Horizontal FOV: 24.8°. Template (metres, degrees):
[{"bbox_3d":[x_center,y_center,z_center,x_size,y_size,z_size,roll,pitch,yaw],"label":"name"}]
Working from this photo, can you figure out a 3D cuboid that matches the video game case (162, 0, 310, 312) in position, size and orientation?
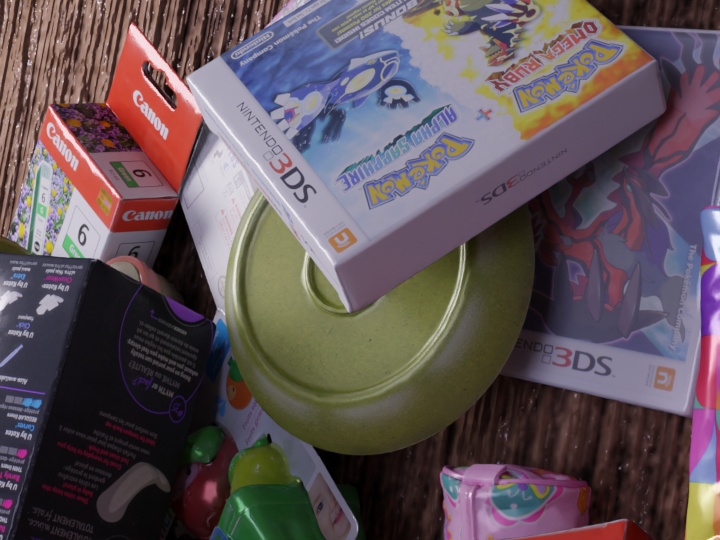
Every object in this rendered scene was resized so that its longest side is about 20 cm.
[{"bbox_3d":[-0.038,-0.048,1.012,0.181,0.036,0.201,-43,57,36],"label":"video game case"}]

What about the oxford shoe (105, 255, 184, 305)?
[{"bbox_3d":[-0.148,0.096,1.056,0.070,0.074,0.201,4,75,33],"label":"oxford shoe"}]

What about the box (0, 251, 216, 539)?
[{"bbox_3d":[-0.180,0.102,0.950,0.106,0.122,0.201,4,72,35],"label":"box"}]

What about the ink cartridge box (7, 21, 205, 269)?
[{"bbox_3d":[-0.176,-0.054,1.101,0.109,0.050,0.201,49,128,34],"label":"ink cartridge box"}]

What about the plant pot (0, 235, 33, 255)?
[{"bbox_3d":[-0.300,0.052,1.098,0.192,0.200,0.202,-11,75,46],"label":"plant pot"}]

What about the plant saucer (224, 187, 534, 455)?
[{"bbox_3d":[0.000,0.000,0.907,0.199,0.031,0.201,-9,73,28],"label":"plant saucer"}]

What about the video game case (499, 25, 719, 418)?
[{"bbox_3d":[0.124,-0.035,0.899,0.181,0.023,0.201,10,88,40],"label":"video game case"}]

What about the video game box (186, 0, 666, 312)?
[{"bbox_3d":[0.030,-0.095,0.882,0.199,0.047,0.182,-33,52,-8],"label":"video game box"}]

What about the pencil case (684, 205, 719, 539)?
[{"bbox_3d":[0.197,0.064,0.781,0.088,0.088,0.201,-3,79,39],"label":"pencil case"}]

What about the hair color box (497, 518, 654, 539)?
[{"bbox_3d":[0.125,0.187,0.738,0.101,0.200,0.062,-15,48,36],"label":"hair color box"}]

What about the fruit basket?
[{"bbox_3d":[-0.081,0.154,0.975,0.200,0.093,0.186,48,125,38],"label":"fruit basket"}]

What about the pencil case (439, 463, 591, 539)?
[{"bbox_3d":[0.073,0.203,0.857,0.087,0.087,0.201,2,83,40],"label":"pencil case"}]
